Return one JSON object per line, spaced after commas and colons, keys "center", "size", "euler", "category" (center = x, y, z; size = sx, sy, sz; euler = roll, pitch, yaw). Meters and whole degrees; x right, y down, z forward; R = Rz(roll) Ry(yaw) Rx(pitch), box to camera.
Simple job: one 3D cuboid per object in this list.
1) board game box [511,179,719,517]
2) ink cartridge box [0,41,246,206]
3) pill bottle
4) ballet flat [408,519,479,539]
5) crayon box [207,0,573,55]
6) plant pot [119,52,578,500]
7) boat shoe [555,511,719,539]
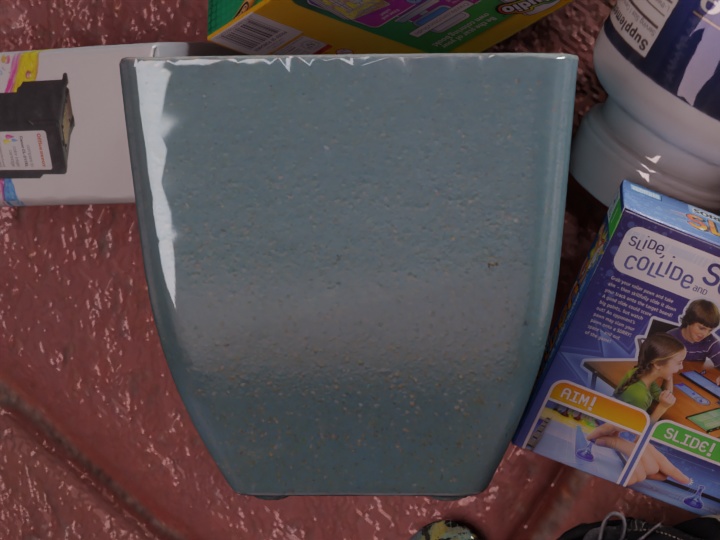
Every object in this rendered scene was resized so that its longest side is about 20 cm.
{"center": [0.188, 0.055, 1.033], "size": [0.200, 0.034, 0.136], "euler": [22, 114, -5], "category": "board game box"}
{"center": [-0.149, -0.080, 1.201], "size": [0.200, 0.146, 0.083], "euler": [-1, 94, 29], "category": "ink cartridge box"}
{"center": [0.178, -0.117, 1.028], "size": [0.111, 0.111, 0.200], "euler": [37, 114, 20], "category": "pill bottle"}
{"center": [0.019, 0.233, 1.195], "size": [0.074, 0.074, 0.200], "euler": [23, 107, 25], "category": "ballet flat"}
{"center": [0.027, -0.154, 1.067], "size": [0.200, 0.119, 0.058], "euler": [-26, 56, 49], "category": "crayon box"}
{"center": [0.000, 0.000, 1.020], "size": [0.195, 0.196, 0.201], "euler": [0, 95, 4], "category": "plant pot"}
{"center": [0.138, 0.153, 1.052], "size": [0.062, 0.200, 0.075], "euler": [1, 86, -14], "category": "boat shoe"}
